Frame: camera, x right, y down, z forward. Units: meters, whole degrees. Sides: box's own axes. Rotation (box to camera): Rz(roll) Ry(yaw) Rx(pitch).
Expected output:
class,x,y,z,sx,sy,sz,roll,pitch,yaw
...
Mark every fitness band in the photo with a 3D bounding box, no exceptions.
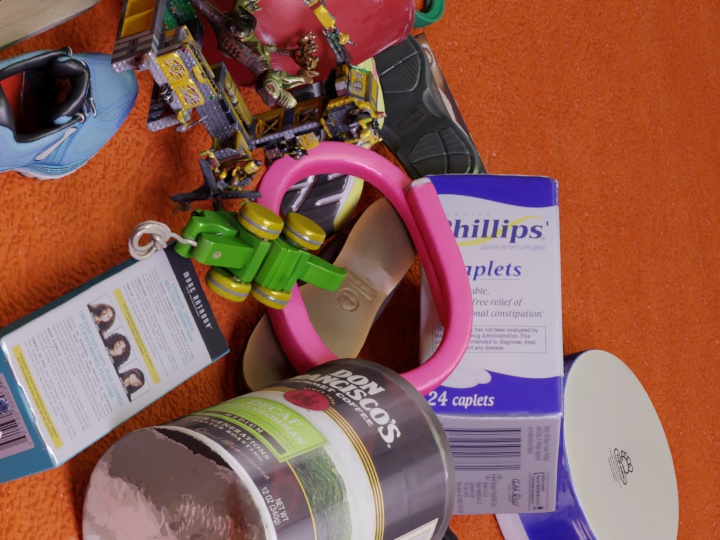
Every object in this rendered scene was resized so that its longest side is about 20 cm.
class,x,y,z,sx,sy,sz,roll,pitch,yaw
fitness band,0.000,0.000,1.393,0.143,0.037,0.201,-11,68,-24

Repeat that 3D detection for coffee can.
class,x,y,z,sx,sy,sz,roll,pitch,yaw
coffee can,-0.053,0.146,1.249,0.200,0.146,0.147,-17,88,-54

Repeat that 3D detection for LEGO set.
class,x,y,z,sx,sy,sz,roll,pitch,yaw
LEGO set,-0.072,-0.119,1.294,0.116,0.153,0.201,-87,163,-47

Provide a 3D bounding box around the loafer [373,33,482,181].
class,x,y,z,sx,sy,sz,roll,pitch,yaw
loafer,0.041,-0.117,1.595,0.201,0.072,0.063,63,1,36

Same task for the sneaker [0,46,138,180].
class,x,y,z,sx,sy,sz,roll,pitch,yaw
sneaker,-0.188,-0.098,1.229,0.200,0.090,0.079,-30,100,-60

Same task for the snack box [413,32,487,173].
class,x,y,z,sx,sy,sz,roll,pitch,yaw
snack box,0.073,-0.097,1.698,0.072,0.024,0.201,-42,110,-56

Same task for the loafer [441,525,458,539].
class,x,y,z,sx,sy,sz,roll,pitch,yaw
loafer,0.044,0.198,1.377,0.070,0.068,0.201,24,14,-42

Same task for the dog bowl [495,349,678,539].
class,x,y,z,sx,sy,sz,roll,pitch,yaw
dog bowl,0.187,0.170,1.688,0.200,0.078,0.201,32,49,-46

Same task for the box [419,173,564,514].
class,x,y,z,sx,sy,sz,roll,pitch,yaw
box,0.099,0.058,1.513,0.184,0.104,0.201,83,7,-61

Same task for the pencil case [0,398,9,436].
class,x,y,z,sx,sy,sz,roll,pitch,yaw
pencil case,-0.269,0.026,1.042,0.200,0.089,0.078,55,36,-23

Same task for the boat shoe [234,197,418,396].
class,x,y,z,sx,sy,sz,roll,pitch,yaw
boat shoe,-0.025,0.032,1.431,0.070,0.070,0.200,45,56,-3

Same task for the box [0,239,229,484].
class,x,y,z,sx,sy,sz,roll,pitch,yaw
box,-0.162,0.052,1.232,0.200,0.049,0.083,-34,103,-58

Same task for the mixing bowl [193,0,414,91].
class,x,y,z,sx,sy,sz,roll,pitch,yaw
mixing bowl,-0.070,-0.198,1.403,0.108,0.200,0.200,-48,119,-20

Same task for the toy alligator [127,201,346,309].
class,x,y,z,sx,sy,sz,roll,pitch,yaw
toy alligator,-0.087,-0.019,1.299,0.199,0.060,0.054,13,22,-49

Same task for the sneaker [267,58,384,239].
class,x,y,z,sx,sy,sz,roll,pitch,yaw
sneaker,-0.014,-0.106,1.523,0.090,0.078,0.201,45,43,-49

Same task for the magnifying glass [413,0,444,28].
class,x,y,z,sx,sy,sz,roll,pitch,yaw
magnifying glass,0.010,-0.271,1.698,0.200,0.022,0.080,34,48,-47

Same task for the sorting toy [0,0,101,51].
class,x,y,z,sx,sy,sz,roll,pitch,yaw
sorting toy,-0.243,-0.236,1.217,0.200,0.069,0.200,61,32,-7
